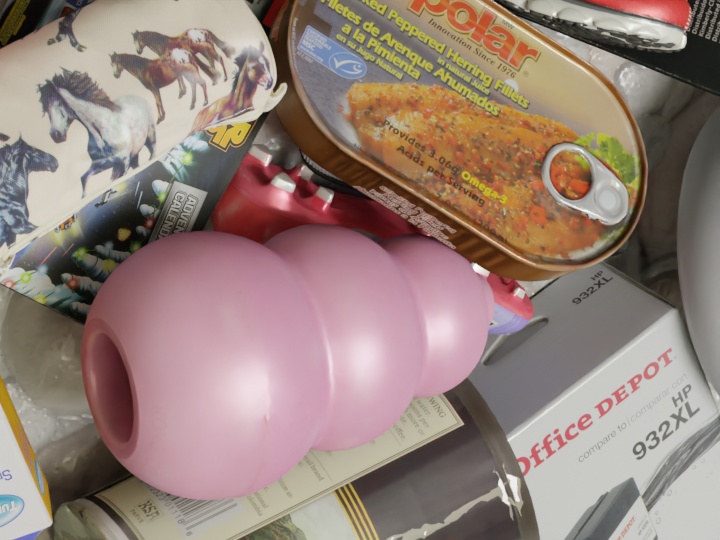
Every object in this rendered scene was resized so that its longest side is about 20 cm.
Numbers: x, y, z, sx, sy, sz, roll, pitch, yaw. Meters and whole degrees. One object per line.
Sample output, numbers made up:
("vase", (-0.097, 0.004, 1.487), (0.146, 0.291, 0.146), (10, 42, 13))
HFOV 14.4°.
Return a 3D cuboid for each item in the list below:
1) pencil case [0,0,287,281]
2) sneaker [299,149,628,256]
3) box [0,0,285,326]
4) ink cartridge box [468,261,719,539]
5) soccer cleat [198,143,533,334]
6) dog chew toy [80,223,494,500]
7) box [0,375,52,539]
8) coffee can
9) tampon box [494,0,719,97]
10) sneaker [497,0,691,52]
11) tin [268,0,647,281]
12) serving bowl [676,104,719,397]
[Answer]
("pencil case", (-0.125, -0.064, 1.244), (0.200, 0.078, 0.090), (-33, 98, -30))
("sneaker", (0.065, -0.081, 1.420), (0.199, 0.075, 0.116), (21, 73, -37))
("box", (-0.115, -0.079, 1.339), (0.137, 0.040, 0.201), (28, 93, -38))
("ink cartridge box", (0.127, 0.120, 1.547), (0.145, 0.084, 0.201), (-36, 124, -16))
("soccer cleat", (0.000, 0.000, 1.436), (0.199, 0.067, 0.077), (22, 113, -36))
("dog chew toy", (-0.028, 0.033, 1.338), (0.199, 0.124, 0.125), (-14, 116, -26))
("box", (-0.222, 0.068, 1.308), (0.118, 0.042, 0.201), (-18, 123, 0))
("coffee can", (-0.032, 0.139, 1.416), (0.199, 0.146, 0.147), (-25, 121, -21))
("tampon box", (0.185, -0.151, 1.382), (0.149, 0.199, 0.127), (7, 105, -53))
("sneaker", (0.079, -0.168, 1.326), (0.077, 0.200, 0.085), (12, 110, -56))
("tin", (0.046, -0.073, 1.349), (0.199, 0.042, 0.112), (32, 68, -16))
("serving bowl", (0.215, -0.004, 1.529), (0.200, 0.065, 0.202), (20, 67, -60))
